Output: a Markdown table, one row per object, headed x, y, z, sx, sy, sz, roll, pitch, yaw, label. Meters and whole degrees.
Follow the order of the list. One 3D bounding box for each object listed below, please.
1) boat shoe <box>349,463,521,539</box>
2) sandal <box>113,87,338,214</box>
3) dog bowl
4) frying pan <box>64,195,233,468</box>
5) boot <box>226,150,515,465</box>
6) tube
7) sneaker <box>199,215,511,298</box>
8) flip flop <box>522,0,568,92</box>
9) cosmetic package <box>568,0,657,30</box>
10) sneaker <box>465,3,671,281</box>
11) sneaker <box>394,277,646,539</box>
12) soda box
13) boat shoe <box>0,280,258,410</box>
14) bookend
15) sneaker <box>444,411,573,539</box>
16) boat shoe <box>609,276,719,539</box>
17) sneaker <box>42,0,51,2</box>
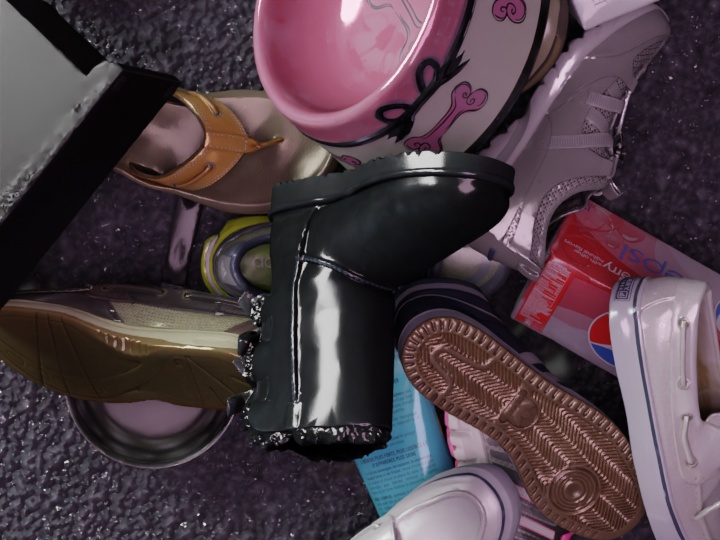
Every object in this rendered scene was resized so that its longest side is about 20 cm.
| x | y | z | sx | sy | sz | roll | pitch | yaw | label |
| --- | --- | --- | --- | --- | --- | --- | --- | --- | --- |
| 0.021 | 0.195 | 1.602 | 0.074 | 0.067 | 0.200 | 52 | 123 | 12 | boat shoe |
| -0.112 | -0.085 | 1.597 | 0.199 | 0.054 | 0.081 | 14 | 90 | 1 | sandal |
| 0.016 | -0.155 | 1.504 | 0.074 | 0.200 | 0.201 | 19 | 103 | -41 | dog bowl |
| -0.139 | 0.032 | 1.635 | 0.115 | 0.031 | 0.191 | -10 | 86 | 1 | frying pan |
| 0.006 | 0.023 | 1.465 | 0.073 | 0.198 | 0.163 | 19 | 70 | -41 | boot |
| 0.038 | 0.148 | 1.644 | 0.077 | 0.050 | 0.201 | -19 | 97 | 20 | tube |
| 0.000 | 0.000 | 1.594 | 0.199 | 0.081 | 0.074 | -5 | 96 | -5 | sneaker |
| 0.051 | -0.114 | 1.546 | 0.057 | 0.200 | 0.081 | 9 | 58 | -34 | flip flop |
| 0.184 | -0.276 | 1.526 | 0.199 | 0.123 | 0.200 | -22 | 99 | 7 | cosmetic package |
| 0.134 | -0.077 | 1.564 | 0.082 | 0.075 | 0.200 | 38 | 78 | 7 | sneaker |
| 0.095 | 0.079 | 1.569 | 0.200 | 0.109 | 0.070 | 42 | 97 | -21 | sneaker |
| 0.200 | 0.038 | 1.587 | 0.200 | 0.070 | 0.063 | 30 | 133 | 2 | soda box |
| -0.139 | 0.040 | 1.592 | 0.200 | 0.066 | 0.072 | 8 | 132 | 22 | boat shoe |
| -0.254 | -0.104 | 1.547 | 0.200 | 0.092 | 0.199 | 42 | 102 | 14 | bookend |
| 0.118 | 0.156 | 1.628 | 0.087 | 0.074 | 0.201 | -17 | 95 | 11 | sneaker |
| 0.212 | 0.093 | 1.534 | 0.086 | 0.075 | 0.203 | -4 | 113 | 25 | boat shoe |
| -0.116 | -0.206 | 1.566 | 0.130 | 0.079 | 0.199 | 45 | 88 | 2 | sneaker |
